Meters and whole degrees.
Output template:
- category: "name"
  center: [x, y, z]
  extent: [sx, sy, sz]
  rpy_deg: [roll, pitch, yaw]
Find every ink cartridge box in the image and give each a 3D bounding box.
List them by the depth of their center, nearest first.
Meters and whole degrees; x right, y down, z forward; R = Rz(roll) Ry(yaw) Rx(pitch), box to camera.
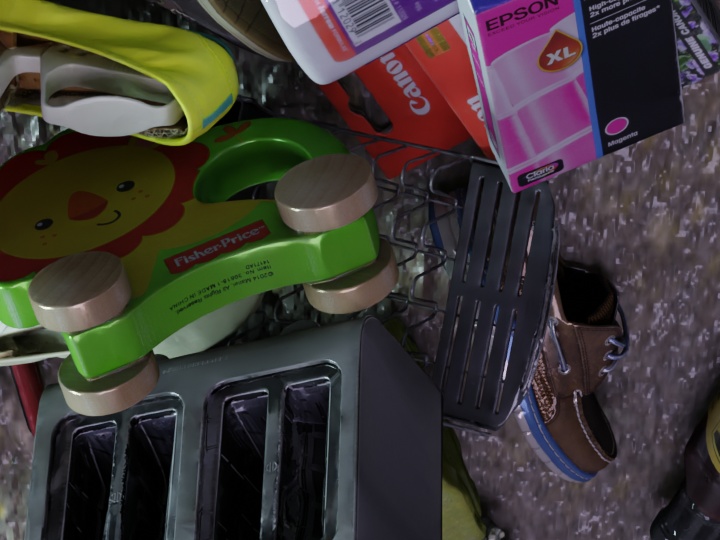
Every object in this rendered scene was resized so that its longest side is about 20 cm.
- category: "ink cartridge box"
  center: [0.096, -0.116, 1.249]
  extent: [0.094, 0.037, 0.200]
  rpy_deg: [-22, 146, -3]
- category: "ink cartridge box"
  center: [0.073, -0.110, 1.360]
  extent: [0.199, 0.050, 0.109]
  rpy_deg: [-26, 125, 19]

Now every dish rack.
- category: "dish rack"
  center: [0.000, 0.000, 1.376]
  extent: [0.199, 0.054, 0.154]
  rpy_deg: [14, 100, 22]

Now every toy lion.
- category: "toy lion"
  center: [-0.101, -0.023, 1.316]
  extent: [0.199, 0.192, 0.069]
  rpy_deg: [-22, 124, -7]

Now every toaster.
- category: "toaster"
  center: [-0.060, 0.131, 1.280]
  extent: [0.180, 0.201, 0.119]
  rpy_deg: [-12, 142, 20]

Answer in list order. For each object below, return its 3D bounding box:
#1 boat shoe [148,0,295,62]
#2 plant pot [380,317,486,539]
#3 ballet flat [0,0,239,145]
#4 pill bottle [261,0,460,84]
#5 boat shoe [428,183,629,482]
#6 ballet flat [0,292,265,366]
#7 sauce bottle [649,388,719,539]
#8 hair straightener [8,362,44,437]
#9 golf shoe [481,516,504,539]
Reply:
- category: "boat shoe"
  center: [-0.097, -0.168, 1.310]
  extent: [0.066, 0.072, 0.201]
  rpy_deg: [-3, 150, 41]
- category: "plant pot"
  center: [-0.037, 0.119, 1.476]
  extent: [0.183, 0.201, 0.201]
  rpy_deg: [-23, 126, 5]
- category: "ballet flat"
  center: [-0.159, -0.099, 1.333]
  extent: [0.199, 0.067, 0.067]
  rpy_deg: [11, 134, 11]
- category: "pill bottle"
  center: [0.041, -0.180, 1.255]
  extent: [0.199, 0.112, 0.112]
  rpy_deg: [-28, 125, 5]
- category: "boat shoe"
  center: [0.107, 0.034, 1.464]
  extent: [0.072, 0.072, 0.200]
  rpy_deg: [-20, 126, 14]
- category: "ballet flat"
  center: [-0.140, 0.018, 1.379]
  extent: [0.199, 0.070, 0.070]
  rpy_deg: [-12, 130, 33]
- category: "sauce bottle"
  center: [0.225, 0.089, 1.512]
  extent: [0.066, 0.066, 0.201]
  rpy_deg: [17, 127, -12]
- category: "hair straightener"
  center: [-0.226, 0.013, 1.470]
  extent: [0.076, 0.041, 0.201]
  rpy_deg: [-6, 129, 5]
- category: "golf shoe"
  center: [0.062, 0.222, 1.630]
  extent: [0.088, 0.077, 0.201]
  rpy_deg: [1, 130, 26]
